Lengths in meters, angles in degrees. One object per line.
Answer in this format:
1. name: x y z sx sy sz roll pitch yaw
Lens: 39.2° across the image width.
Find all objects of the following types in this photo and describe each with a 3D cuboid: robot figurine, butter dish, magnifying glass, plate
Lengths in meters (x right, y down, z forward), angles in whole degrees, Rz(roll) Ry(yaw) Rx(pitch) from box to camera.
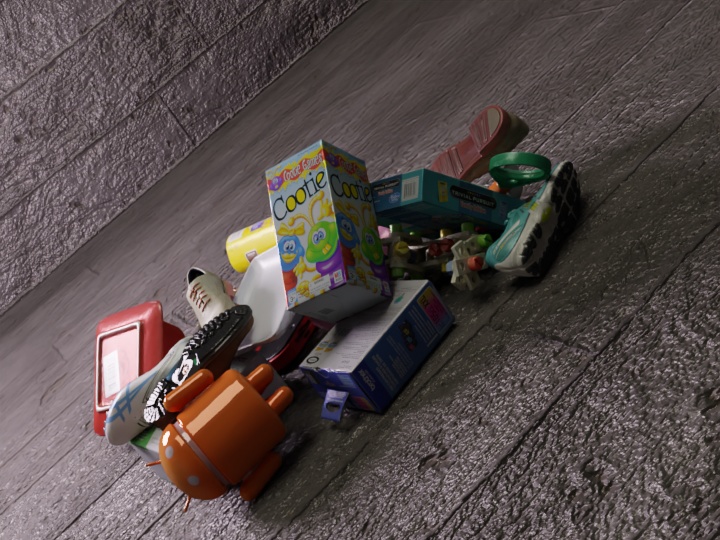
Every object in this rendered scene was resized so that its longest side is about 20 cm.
1. robot figurine: -0.173 0.209 1.286 0.200 0.145 0.116 -42 34 -12
2. butter dish: -0.345 0.169 1.686 0.197 0.146 0.204 -17 70 41
3. magnifying glass: 0.199 -0.123 1.346 0.200 0.078 0.023 118 158 -78
4. plate: -0.131 0.040 1.450 0.198 0.032 0.202 -24 36 49

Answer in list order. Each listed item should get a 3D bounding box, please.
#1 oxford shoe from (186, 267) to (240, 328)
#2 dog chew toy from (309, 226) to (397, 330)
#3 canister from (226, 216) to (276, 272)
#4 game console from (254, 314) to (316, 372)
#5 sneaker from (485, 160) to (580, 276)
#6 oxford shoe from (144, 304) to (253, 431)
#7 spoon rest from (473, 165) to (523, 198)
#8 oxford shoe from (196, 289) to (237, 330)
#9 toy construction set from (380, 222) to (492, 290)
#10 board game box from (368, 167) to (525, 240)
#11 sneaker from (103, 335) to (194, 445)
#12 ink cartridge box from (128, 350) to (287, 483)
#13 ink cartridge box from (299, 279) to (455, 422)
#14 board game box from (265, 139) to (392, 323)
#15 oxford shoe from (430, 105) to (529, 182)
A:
1. oxford shoe: -0.223 0.053 1.473 0.071 0.073 0.200 -51 23 4
2. dog chew toy: 0.000 0.000 1.496 0.198 0.126 0.125 -32 21 3
3. canister: -0.135 -0.062 1.839 0.147 0.088 0.198 -17 -1 -44
4. game console: -0.132 0.104 1.630 0.176 0.031 0.201 -27 22 42
5. sneaker: 0.228 -0.073 1.322 0.079 0.078 0.201 3 43 43
6. oxford shoe: -0.202 0.136 1.362 0.201 0.084 0.072 -54 34 -9
7. spoon rest: 0.182 -0.105 1.529 0.099 0.061 0.199 -46 9 -25
8. oxford shoe: -0.212 0.054 1.754 0.071 0.074 0.201 -38 14 42
9. toy construction set: 0.105 -0.024 1.376 0.198 0.130 0.094 8 89 49
10. board game box: 0.109 -0.085 1.405 0.150 0.198 0.048 -9 73 50
11. sneaker: -0.283 0.178 1.424 0.200 0.072 0.073 -44 51 3
12. ink cartridge box: -0.218 0.209 1.458 0.200 0.085 0.145 -47 23 -26
13. ink cartridge box: 0.011 0.106 1.315 0.200 0.077 0.136 -46 21 -25
14. board game box: -0.043 -0.050 1.332 0.102 0.104 0.203 -25 65 30
15. oxford shoe: 0.165 -0.151 1.458 0.200 0.074 0.071 -42 46 41
